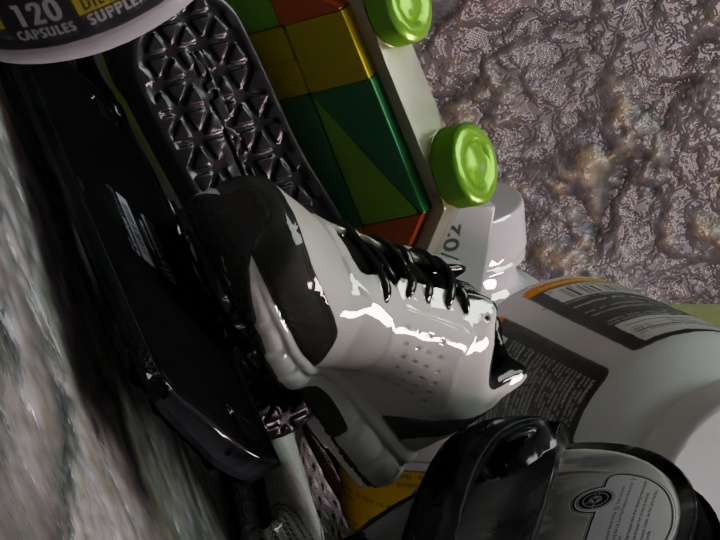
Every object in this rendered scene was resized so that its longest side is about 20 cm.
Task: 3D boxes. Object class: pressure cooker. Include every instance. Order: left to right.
[{"bbox_3d":[0.065,0.158,1.052,0.176,0.178,0.200,25,-37,62],"label":"pressure cooker"}]

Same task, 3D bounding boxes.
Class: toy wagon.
[{"bbox_3d":[-0.040,-0.078,1.137,0.040,0.155,0.200,-44,116,-51],"label":"toy wagon"}]

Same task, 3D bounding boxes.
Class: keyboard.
[{"bbox_3d":[-0.082,0.003,0.984,0.104,0.040,0.200,42,16,-45],"label":"keyboard"}]

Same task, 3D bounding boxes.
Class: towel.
[{"bbox_3d":[-0.009,0.135,1.204,0.200,0.034,0.193,-108,174,-66],"label":"towel"}]

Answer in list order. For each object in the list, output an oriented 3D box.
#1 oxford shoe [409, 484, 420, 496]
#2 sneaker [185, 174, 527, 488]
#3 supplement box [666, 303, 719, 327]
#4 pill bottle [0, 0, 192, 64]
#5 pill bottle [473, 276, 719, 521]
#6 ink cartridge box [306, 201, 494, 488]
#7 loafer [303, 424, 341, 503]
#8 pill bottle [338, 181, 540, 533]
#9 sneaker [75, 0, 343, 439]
[{"bbox_3d":[0.039,0.145,1.240,0.200,0.071,0.074,81,-11,-47],"label":"oxford shoe"},{"bbox_3d":[0.000,0.009,1.040,0.074,0.080,0.200,64,7,27],"label":"sneaker"},{"bbox_3d":[0.136,0.135,1.620,0.134,0.199,0.200,-110,-156,-53],"label":"supplement box"},{"bbox_3d":[-0.112,-0.163,0.829,0.112,0.112,0.200,-110,176,-46],"label":"pill bottle"},{"bbox_3d":[0.124,0.074,1.224,0.117,0.116,0.200,66,-14,-19],"label":"pill bottle"},{"bbox_3d":[0.000,0.000,1.285,0.200,0.068,0.115,-129,-138,-55],"label":"ink cartridge box"},{"bbox_3d":[-0.008,0.048,1.518,0.071,0.073,0.200,-111,178,-70],"label":"loafer"},{"bbox_3d":[0.043,0.060,1.425,0.111,0.111,0.200,-106,-168,-70],"label":"pill bottle"},{"bbox_3d":[-0.061,-0.033,1.122,0.083,0.072,0.200,14,-54,55],"label":"sneaker"}]
